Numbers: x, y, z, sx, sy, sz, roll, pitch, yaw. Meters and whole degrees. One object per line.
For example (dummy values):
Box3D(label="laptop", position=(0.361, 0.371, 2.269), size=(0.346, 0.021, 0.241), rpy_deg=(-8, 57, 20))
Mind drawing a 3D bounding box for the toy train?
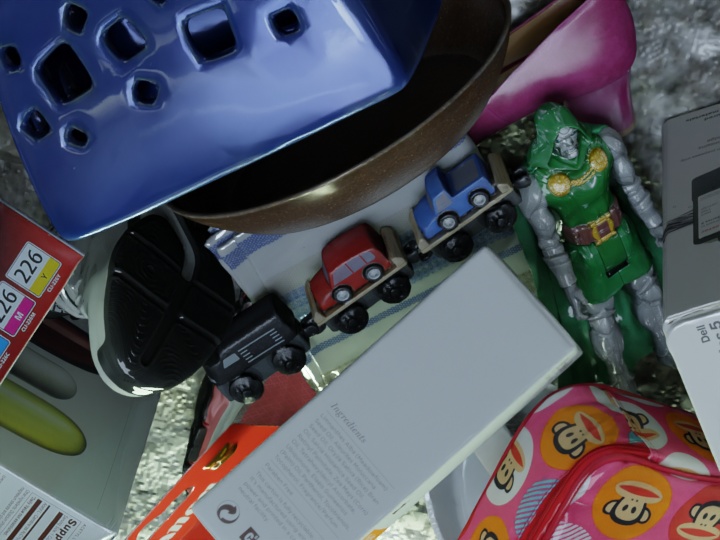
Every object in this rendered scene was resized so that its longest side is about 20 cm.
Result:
Box3D(label="toy train", position=(0.000, 0.000, 1.338), size=(0.200, 0.034, 0.046), rpy_deg=(-34, 123, 13))

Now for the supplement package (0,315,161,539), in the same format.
Box3D(label="supplement package", position=(-0.234, 0.083, 1.434), size=(0.200, 0.191, 0.147), rpy_deg=(33, 120, -13))

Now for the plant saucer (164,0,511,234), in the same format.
Box3D(label="plant saucer", position=(-0.007, -0.075, 1.303), size=(0.200, 0.201, 0.037), rpy_deg=(-23, 116, 19))

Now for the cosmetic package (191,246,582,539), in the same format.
Box3D(label="cosmetic package", position=(0.016, 0.081, 1.332), size=(0.200, 0.101, 0.071), rpy_deg=(-42, 82, 3))

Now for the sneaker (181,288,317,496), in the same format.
Box3D(label="sneaker", position=(-0.042, 0.067, 1.473), size=(0.087, 0.074, 0.200), rpy_deg=(19, 122, -7))

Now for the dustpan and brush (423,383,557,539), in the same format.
Box3D(label="dustpan and brush", position=(0.072, 0.092, 1.480), size=(0.140, 0.057, 0.200), rpy_deg=(-40, 80, 18))

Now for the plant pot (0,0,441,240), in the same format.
Box3D(label="plant pot", position=(-0.087, -0.157, 1.270), size=(0.200, 0.200, 0.180), rpy_deg=(-23, 110, 18))

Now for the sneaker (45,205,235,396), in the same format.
Box3D(label="sneaker", position=(-0.128, 0.016, 1.379), size=(0.076, 0.201, 0.115), rpy_deg=(38, 122, -22))

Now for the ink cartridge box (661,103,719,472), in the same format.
Box3D(label="ink cartridge box", position=(0.214, 0.018, 1.338), size=(0.084, 0.200, 0.146), rpy_deg=(-17, 119, 16))

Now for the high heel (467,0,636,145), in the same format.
Box3D(label="high heel", position=(0.046, -0.096, 1.358), size=(0.199, 0.067, 0.096), rpy_deg=(-8, 131, 6))

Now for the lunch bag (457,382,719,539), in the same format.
Box3D(label="lunch bag", position=(0.149, 0.161, 1.427), size=(0.200, 0.082, 0.176), rpy_deg=(15, 117, -31))

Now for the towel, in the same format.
Box3D(label="towel", position=(0.021, 0.008, 1.390), size=(0.147, 0.024, 0.200), rpy_deg=(-27, 134, 7))

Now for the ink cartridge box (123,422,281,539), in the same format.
Box3D(label="ink cartridge box", position=(-0.067, 0.159, 1.449), size=(0.160, 0.200, 0.047), rpy_deg=(-48, 69, 11))

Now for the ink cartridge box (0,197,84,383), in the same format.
Box3D(label="ink cartridge box", position=(-0.264, 0.026, 1.263), size=(0.175, 0.084, 0.200), rpy_deg=(33, 86, -12))

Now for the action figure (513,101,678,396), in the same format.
Box3D(label="action figure", position=(0.128, -0.011, 1.380), size=(0.118, 0.055, 0.200), rpy_deg=(-36, 129, -11))
